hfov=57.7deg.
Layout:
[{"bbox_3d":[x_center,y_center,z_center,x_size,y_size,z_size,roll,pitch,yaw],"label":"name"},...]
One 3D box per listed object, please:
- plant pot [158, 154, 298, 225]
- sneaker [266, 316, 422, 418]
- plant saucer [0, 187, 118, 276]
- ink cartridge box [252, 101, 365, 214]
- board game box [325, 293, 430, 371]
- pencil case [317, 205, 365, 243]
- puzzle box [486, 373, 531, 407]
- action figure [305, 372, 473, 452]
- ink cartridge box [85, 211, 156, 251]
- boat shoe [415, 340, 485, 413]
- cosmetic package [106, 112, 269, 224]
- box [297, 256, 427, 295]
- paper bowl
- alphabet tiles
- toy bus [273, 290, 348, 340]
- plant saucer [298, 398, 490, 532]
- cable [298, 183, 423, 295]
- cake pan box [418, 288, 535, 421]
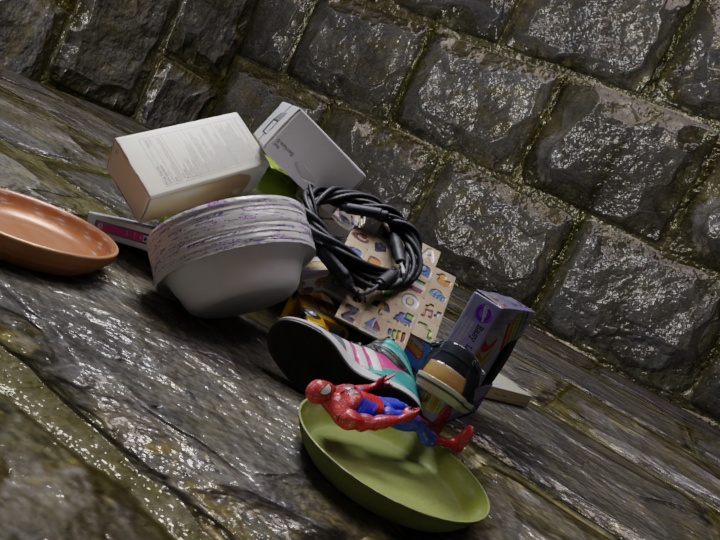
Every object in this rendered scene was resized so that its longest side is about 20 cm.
[{"bbox_3d":[-0.224,-0.101,1.111,0.199,0.200,0.182,24,15,-18],"label":"plant pot"},{"bbox_3d":[-0.012,0.109,0.784,0.200,0.084,0.121,34,12,-1],"label":"sneaker"},{"bbox_3d":[-0.384,-0.045,0.755,0.200,0.038,0.200,25,7,-3],"label":"plant saucer"},{"bbox_3d":[-0.086,-0.183,1.036,0.145,0.084,0.200,43,3,-21],"label":"ink cartridge box"},{"bbox_3d":[0.006,0.059,1.061,0.200,0.056,0.196,32,-11,37],"label":"board game box"},{"bbox_3d":[-0.082,-0.040,1.126,0.089,0.200,0.078,25,34,-35],"label":"pencil case"},{"bbox_3d":[0.206,0.192,1.194,0.200,0.025,0.133,20,10,-39],"label":"puzzle box"},{"bbox_3d":[0.027,0.138,0.651,0.200,0.052,0.065,19,15,-36],"label":"action figure"},{"bbox_3d":[-0.284,-0.044,0.927,0.200,0.037,0.095,12,0,25],"label":"ink cartridge box"},{"bbox_3d":[0.101,0.114,0.721,0.074,0.062,0.200,29,-7,14],"label":"boat shoe"},{"bbox_3d":[-0.244,-0.150,0.936,0.200,0.071,0.105,-23,77,-39],"label":"cosmetic package"},{"bbox_3d":[0.000,0.000,0.936,0.199,0.039,0.041,-5,33,-26],"label":"box"},{"bbox_3d":[-0.153,-0.008,0.807,0.201,0.200,0.105,12,59,-62],"label":"paper bowl"},{"bbox_3d":[0.043,0.017,0.903,0.166,0.006,0.200,27,47,0],"label":"alphabet tiles"},{"bbox_3d":[-0.069,0.076,0.900,0.078,0.065,0.200,26,7,-16],"label":"toy bus"},{"bbox_3d":[0.026,0.184,0.618,0.200,0.031,0.200,27,6,-3],"label":"plant saucer"},{"bbox_3d":[0.000,-0.057,0.906,0.163,0.051,0.200,-26,65,-37],"label":"cable"},{"bbox_3d":[0.165,0.122,0.932,0.052,0.184,0.200,35,10,25],"label":"cake pan box"}]
